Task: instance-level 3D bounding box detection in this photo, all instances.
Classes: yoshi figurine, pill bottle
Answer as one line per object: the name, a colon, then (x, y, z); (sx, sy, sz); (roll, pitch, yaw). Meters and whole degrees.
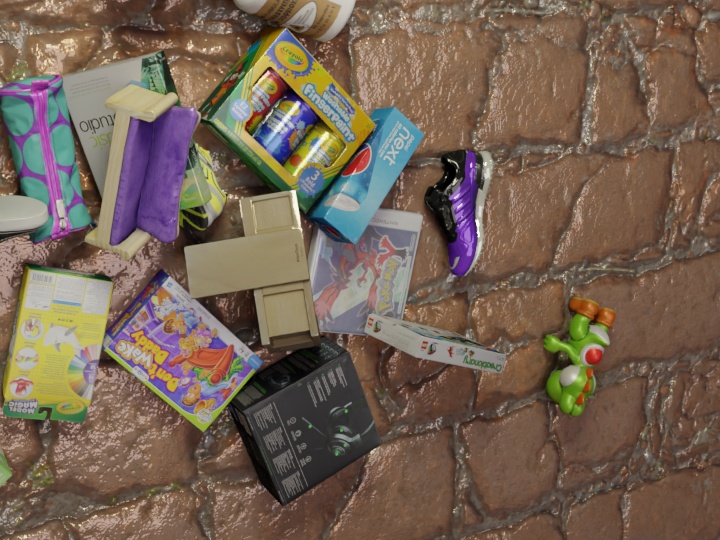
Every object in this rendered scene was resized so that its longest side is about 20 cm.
yoshi figurine: (0.378, 0.157, 1.751); (0.112, 0.111, 0.202); (49, 57, -69)
pill bottle: (-0.112, -0.390, 1.313); (0.198, 0.114, 0.116); (15, 96, -31)

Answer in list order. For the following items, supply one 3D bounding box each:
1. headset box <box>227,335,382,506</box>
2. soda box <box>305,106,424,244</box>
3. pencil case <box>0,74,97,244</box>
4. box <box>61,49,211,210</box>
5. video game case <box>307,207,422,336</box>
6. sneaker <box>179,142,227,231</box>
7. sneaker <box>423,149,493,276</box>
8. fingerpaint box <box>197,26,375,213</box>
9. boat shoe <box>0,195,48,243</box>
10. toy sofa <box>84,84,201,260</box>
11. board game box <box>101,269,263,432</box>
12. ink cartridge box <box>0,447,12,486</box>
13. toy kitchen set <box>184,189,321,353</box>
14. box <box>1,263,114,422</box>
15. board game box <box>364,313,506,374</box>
headset box: (-0.080, 0.221, 1.500); (0.199, 0.093, 0.176); (-29, 115, -20)
soda box: (0.007, -0.140, 1.456); (0.068, 0.064, 0.201); (38, 75, -27)
pencil case: (-0.392, -0.139, 1.237); (0.084, 0.092, 0.203); (-16, 109, -25)
box: (-0.288, -0.168, 1.271); (0.143, 0.036, 0.202); (-10, 113, 18)
video game case: (0.000, 0.000, 1.528); (0.180, 0.023, 0.203); (6, 100, -30)
sneaker: (-0.248, -0.154, 1.337); (0.076, 0.075, 0.202); (-47, 121, -48)
sneaker: (0.143, -0.093, 1.562); (0.098, 0.069, 0.203); (4, 97, -22)
fingerpaint box: (-0.102, -0.210, 1.388); (0.167, 0.073, 0.200); (-51, 120, -8)
boat shoe: (-0.471, -0.047, 1.204); (0.197, 0.071, 0.064); (-4, 118, 7)
toy sofa: (-0.269, -0.118, 1.223); (0.096, 0.083, 0.202); (19, 116, 4)
board game box: (-0.253, 0.116, 1.406); (0.135, 0.045, 0.200); (-49, 120, -9)
ink cartridge box: (-0.533, 0.194, 1.230); (0.067, 0.117, 0.201); (-43, 119, -13)
toy kitchen set: (-0.151, 0.014, 1.406); (0.161, 0.181, 0.203); (-9, 81, -2)
box: (-0.405, 0.100, 1.316); (0.116, 0.048, 0.203); (10, 96, -27)
board game box: (0.118, 0.114, 1.543); (0.199, 0.126, 0.035); (15, 95, -41)
